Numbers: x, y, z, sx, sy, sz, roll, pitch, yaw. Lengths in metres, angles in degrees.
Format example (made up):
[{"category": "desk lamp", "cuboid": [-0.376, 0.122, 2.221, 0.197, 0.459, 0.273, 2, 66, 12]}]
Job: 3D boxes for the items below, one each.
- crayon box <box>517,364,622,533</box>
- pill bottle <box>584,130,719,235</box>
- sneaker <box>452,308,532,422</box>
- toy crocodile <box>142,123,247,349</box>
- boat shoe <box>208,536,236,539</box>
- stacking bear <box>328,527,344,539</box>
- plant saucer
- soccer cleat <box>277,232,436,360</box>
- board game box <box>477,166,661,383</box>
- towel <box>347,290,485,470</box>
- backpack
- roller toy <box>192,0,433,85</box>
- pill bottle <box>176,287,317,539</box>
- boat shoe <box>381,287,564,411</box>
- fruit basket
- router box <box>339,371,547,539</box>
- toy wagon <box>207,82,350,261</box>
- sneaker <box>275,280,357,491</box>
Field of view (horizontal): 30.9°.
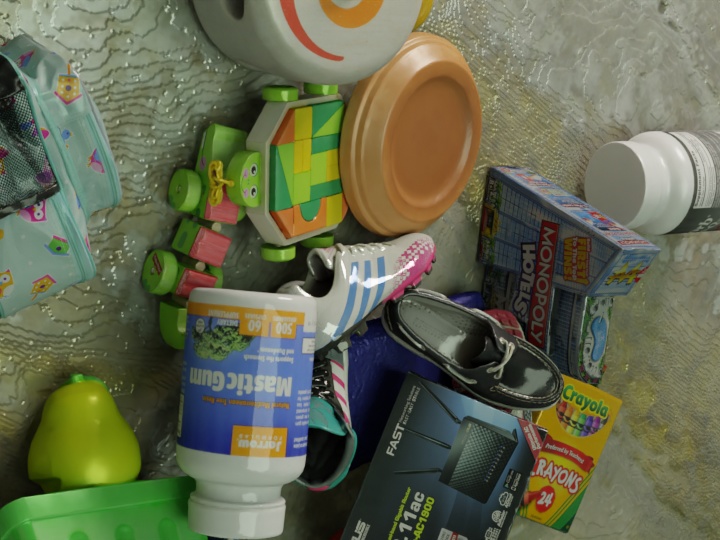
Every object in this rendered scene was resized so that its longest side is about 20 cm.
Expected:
[{"category": "crayon box", "cuboid": [0.222, 0.187, 1.487, 0.126, 0.051, 0.202, 25, 87, -38]}, {"category": "pill bottle", "cuboid": [0.355, -0.099, 1.467, 0.198, 0.115, 0.117, -5, 105, -35]}, {"category": "sneaker", "cuboid": [0.139, 0.141, 1.347, 0.075, 0.080, 0.202, 6, 83, -73]}, {"category": "toy crocodile", "cuboid": [-0.139, -0.030, 1.154, 0.067, 0.062, 0.202, 16, 92, -38]}, {"category": "boat shoe", "cuboid": [-0.111, 0.178, 1.225, 0.072, 0.072, 0.202, -8, 107, -36]}, {"category": "stacking bear", "cuboid": [0.018, 0.351, 1.350, 0.121, 0.113, 0.201, -35, 116, -24]}, {"category": "plant saucer", "cuboid": [0.058, -0.127, 1.261, 0.199, 0.037, 0.202, -22, 120, -44]}, {"category": "soccer cleat", "cuboid": [0.000, 0.000, 1.212, 0.200, 0.070, 0.087, -42, 104, -43]}, {"category": "board game box", "cuboid": [0.206, 0.008, 1.332, 0.061, 0.199, 0.202, -2, 103, -37]}, {"category": "towel", "cuboid": [0.047, 0.111, 1.343, 0.199, 0.049, 0.149, -15, 105, -33]}, {"category": "backpack", "cuboid": [-0.268, -0.073, 0.977, 0.152, 0.175, 0.202, -21, 118, -26]}, {"category": "roller toy", "cuboid": [-0.041, -0.252, 1.117, 0.183, 0.139, 0.200, -48, 125, -16]}, {"category": "pill bottle", "cuboid": [-0.098, 0.118, 1.097, 0.111, 0.112, 0.202, 5, 88, -37]}, {"category": "boat shoe", "cuboid": [0.114, 0.076, 1.271, 0.199, 0.060, 0.074, 32, 79, -2]}, {"category": "fruit basket", "cuboid": [-0.239, 0.204, 1.115, 0.214, 0.217, 0.156, 11, 136, -38]}, {"category": "router box", "cuboid": [0.078, 0.218, 1.261, 0.062, 0.149, 0.202, 67, 45, -78]}, {"category": "toy wagon", "cuboid": [-0.064, -0.088, 1.169, 0.199, 0.039, 0.157, -22, 117, -58]}, {"category": "sneaker", "cuboid": [-0.050, 0.116, 1.205, 0.083, 0.121, 0.202, -10, 98, 3]}]
